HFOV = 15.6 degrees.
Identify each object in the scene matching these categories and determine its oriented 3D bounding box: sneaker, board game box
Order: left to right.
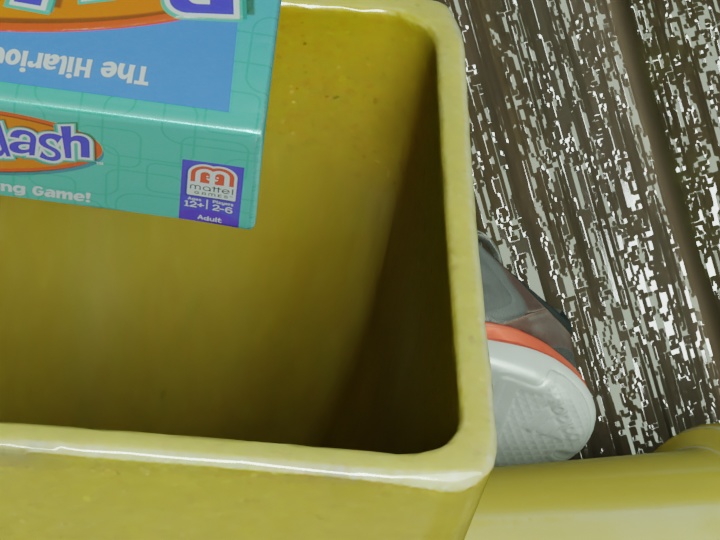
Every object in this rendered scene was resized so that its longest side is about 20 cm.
[{"bbox_3d":[-0.090,-0.112,0.696,0.152,0.045,0.200,7,57,-2],"label":"board game box"},{"bbox_3d":[0.000,0.000,0.948,0.200,0.077,0.082,36,36,-26],"label":"sneaker"}]

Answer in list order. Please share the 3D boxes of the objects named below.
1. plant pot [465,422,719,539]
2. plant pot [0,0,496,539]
[{"bbox_3d":[0.080,0.145,0.900,0.189,0.201,0.201,10,75,-17],"label":"plant pot"},{"bbox_3d":[-0.079,0.051,0.733,0.195,0.200,0.194,5,41,-6],"label":"plant pot"}]
